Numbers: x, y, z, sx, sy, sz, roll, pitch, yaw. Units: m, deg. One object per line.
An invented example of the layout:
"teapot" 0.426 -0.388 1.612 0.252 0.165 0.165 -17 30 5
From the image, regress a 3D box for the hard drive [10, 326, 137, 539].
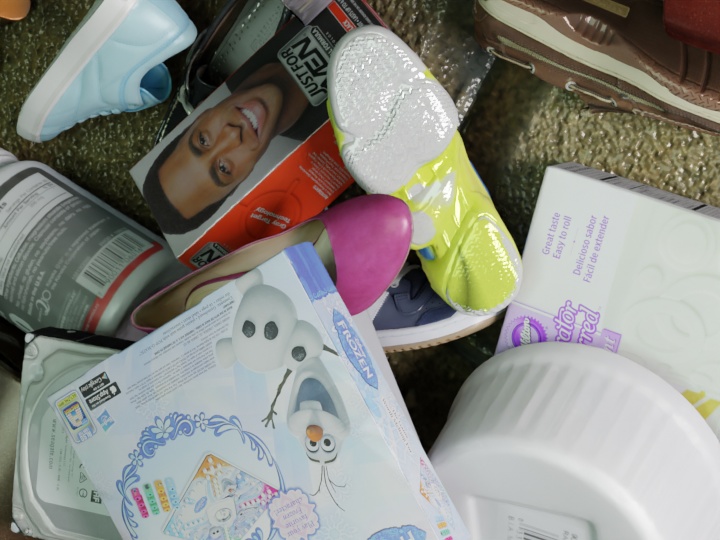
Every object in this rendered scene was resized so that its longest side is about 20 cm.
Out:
"hard drive" -0.131 0.121 0.945 0.198 0.038 0.141 9 99 15

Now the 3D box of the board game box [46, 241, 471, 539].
"board game box" -0.065 0.117 0.871 0.199 0.043 0.200 -30 86 25

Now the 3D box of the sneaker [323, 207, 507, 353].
"sneaker" 0.000 0.000 0.997 0.199 0.070 0.109 -8 95 28

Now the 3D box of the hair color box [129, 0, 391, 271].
"hair color box" -0.051 -0.090 0.967 0.200 0.061 0.102 -42 49 8

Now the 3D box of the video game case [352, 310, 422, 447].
"video game case" -0.036 0.107 0.956 0.182 0.023 0.201 -44 59 41

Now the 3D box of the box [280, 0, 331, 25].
"box" -0.049 -0.288 0.959 0.158 0.048 0.200 -45 71 6

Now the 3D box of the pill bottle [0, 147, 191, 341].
"pill bottle" -0.231 -0.010 1.077 0.199 0.114 0.115 31 108 18

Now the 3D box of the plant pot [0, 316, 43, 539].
"plant pot" -0.258 0.155 1.076 0.199 0.200 0.199 31 101 18

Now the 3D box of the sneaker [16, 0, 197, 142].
"sneaker" -0.185 -0.135 1.050 0.082 0.074 0.200 37 143 -14

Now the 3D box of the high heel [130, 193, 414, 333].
"high heel" -0.056 0.002 0.884 0.199 0.095 0.068 -22 73 48

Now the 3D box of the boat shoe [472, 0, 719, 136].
"boat shoe" 0.164 -0.131 0.917 0.201 0.075 0.075 30 142 11

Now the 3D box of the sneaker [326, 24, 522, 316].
"sneaker" 0.035 -0.067 0.922 0.075 0.105 0.201 -25 107 5

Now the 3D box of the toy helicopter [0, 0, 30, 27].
"toy helicopter" -0.332 -0.186 1.052 0.132 0.199 0.080 -14 91 42

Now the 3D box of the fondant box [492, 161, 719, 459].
"fondant box" 0.197 0.029 0.918 0.199 0.058 0.145 20 105 22

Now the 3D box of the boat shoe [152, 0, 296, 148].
"boat shoe" -0.095 -0.134 1.027 0.074 0.060 0.200 49 112 14

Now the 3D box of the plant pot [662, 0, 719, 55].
"plant pot" 0.273 -0.193 0.789 0.175 0.199 0.202 6 99 34

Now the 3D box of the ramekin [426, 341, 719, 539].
"ramekin" 0.126 0.155 0.908 0.199 0.098 0.202 16 125 24
